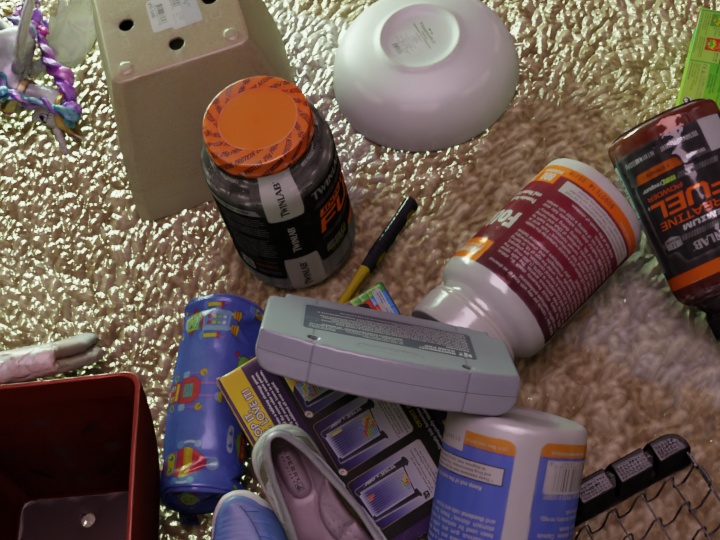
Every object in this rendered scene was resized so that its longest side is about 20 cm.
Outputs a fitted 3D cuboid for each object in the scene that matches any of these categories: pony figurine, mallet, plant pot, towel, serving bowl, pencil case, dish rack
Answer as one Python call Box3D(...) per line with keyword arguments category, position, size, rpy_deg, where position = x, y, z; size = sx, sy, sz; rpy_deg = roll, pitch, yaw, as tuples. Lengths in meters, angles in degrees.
Box3D(category="pony figurine", position=(-0.370, -0.237, 1.262), size=(0.199, 0.166, 0.194), rpy_deg=(15, 96, 13))
Box3D(category="mallet", position=(0.000, 0.000, 1.099), size=(0.041, 0.066, 0.201), rpy_deg=(23, 67, 19))
Box3D(category="plant pot", position=(-0.172, -0.203, 1.178), size=(0.199, 0.177, 0.201), rpy_deg=(-18, 60, -1))
Box3D(category="towel", position=(-0.344, 0.092, 1.040), size=(0.199, 0.191, 0.032), rpy_deg=(-13, 90, 1))
Box3D(category="serving bowl", position=(0.065, -0.224, 1.216), size=(0.198, 0.066, 0.201), rpy_deg=(-4, 61, 8))
Box3D(category="plant pot", position=(-0.255, 0.219, 0.953), size=(0.198, 0.177, 0.201), rpy_deg=(-6, 59, 6))
Box3D(category="pencil case", position=(-0.129, 0.122, 1.044), size=(0.078, 0.087, 0.201), rpy_deg=(-19, 53, 33))
Box3D(category="dish rack", position=(0.244, 0.240, 0.934), size=(0.153, 0.055, 0.201), rpy_deg=(-27, 62, -5))

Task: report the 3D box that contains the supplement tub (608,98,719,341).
Box3D(category="supplement tub", position=(0.305, -0.043, 1.030), size=(0.106, 0.107, 0.201), rpy_deg=(-24, 83, -5))

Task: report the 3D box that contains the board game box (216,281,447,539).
Box3D(category="board game box", position=(-0.002, 0.138, 0.986), size=(0.165, 0.057, 0.201), rpy_deg=(-30, 86, -7))

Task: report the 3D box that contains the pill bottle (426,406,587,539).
Box3D(category="pill bottle", position=(0.107, 0.210, 0.907), size=(0.111, 0.112, 0.202), rpy_deg=(10, 92, 14))

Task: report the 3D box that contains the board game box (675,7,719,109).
Box3D(category="board game box", position=(0.361, -0.159, 1.141), size=(0.101, 0.048, 0.201), rpy_deg=(13, 64, 15))

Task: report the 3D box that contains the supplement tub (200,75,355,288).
Box3D(category="supplement tub", position=(-0.076, -0.080, 1.079), size=(0.122, 0.200, 0.123), rpy_deg=(-4, 61, 7))

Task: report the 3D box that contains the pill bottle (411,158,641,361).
Box3D(category="pill bottle", position=(0.147, 0.004, 1.046), size=(0.200, 0.114, 0.114), rpy_deg=(-43, 63, -16))

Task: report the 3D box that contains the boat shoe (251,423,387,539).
Box3D(category="boat shoe", position=(-0.021, 0.212, 0.913), size=(0.074, 0.065, 0.203), rpy_deg=(-29, 86, -7))

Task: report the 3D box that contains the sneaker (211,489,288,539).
Box3D(category="sneaker", position=(-0.083, 0.274, 0.931), size=(0.075, 0.077, 0.201), rpy_deg=(-12, 73, 3))

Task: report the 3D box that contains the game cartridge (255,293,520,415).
Box3D(category="game cartridge", position=(0.019, 0.064, 0.902), size=(0.198, 0.133, 0.041), rpy_deg=(11, 99, -2))
